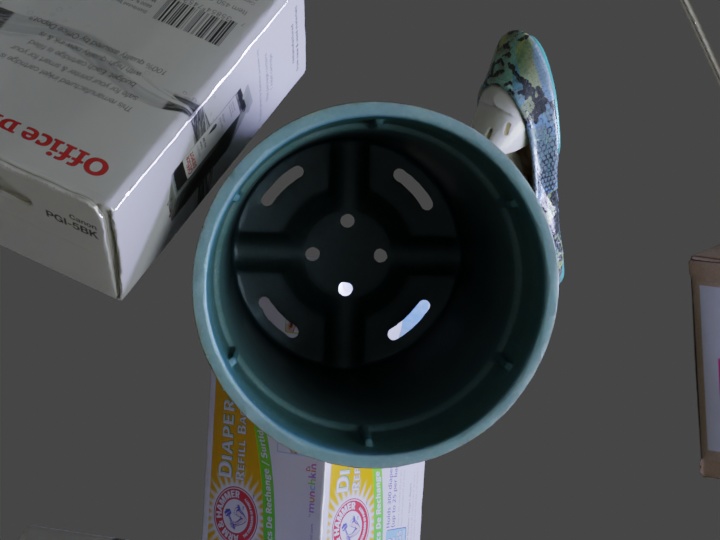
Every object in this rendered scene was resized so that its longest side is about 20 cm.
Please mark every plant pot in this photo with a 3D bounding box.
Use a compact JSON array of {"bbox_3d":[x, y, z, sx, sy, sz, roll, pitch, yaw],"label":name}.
[{"bbox_3d":[0.000,0.000,1.415,0.196,0.200,0.200,-136,-132,-83],"label":"plant pot"}]

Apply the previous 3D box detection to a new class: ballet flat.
[{"bbox_3d":[0.109,-0.072,1.777,0.074,0.074,0.200,-23,109,-48],"label":"ballet flat"}]

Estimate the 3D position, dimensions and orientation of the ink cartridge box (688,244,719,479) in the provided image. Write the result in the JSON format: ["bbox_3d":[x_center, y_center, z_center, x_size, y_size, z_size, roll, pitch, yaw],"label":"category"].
[{"bbox_3d":[0.359,0.067,2.105,0.165,0.075,0.200,-24,114,-49],"label":"ink cartridge box"}]

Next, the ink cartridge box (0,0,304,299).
[{"bbox_3d":[-0.143,-0.100,1.360,0.200,0.147,0.083,-53,158,-32],"label":"ink cartridge box"}]

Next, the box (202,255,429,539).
[{"bbox_3d":[-0.027,0.095,1.592,0.112,0.101,0.200,-2,97,-52],"label":"box"}]

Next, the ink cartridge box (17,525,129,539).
[{"bbox_3d":[-0.108,0.229,1.430,0.147,0.200,0.083,57,49,-40],"label":"ink cartridge box"}]
